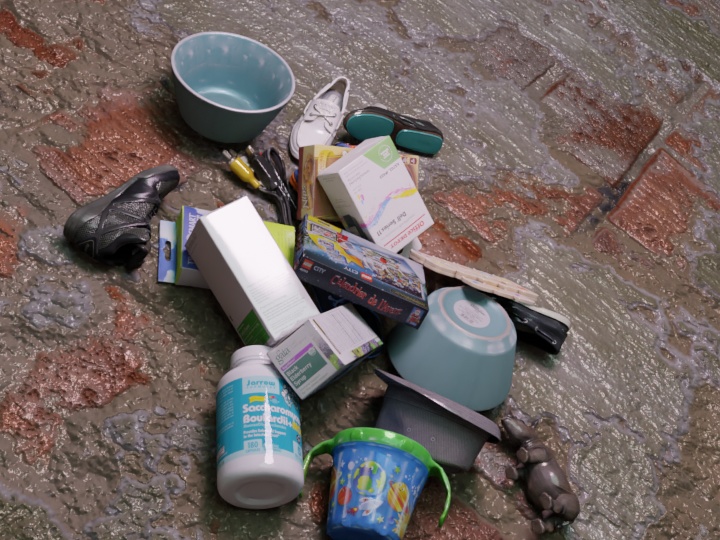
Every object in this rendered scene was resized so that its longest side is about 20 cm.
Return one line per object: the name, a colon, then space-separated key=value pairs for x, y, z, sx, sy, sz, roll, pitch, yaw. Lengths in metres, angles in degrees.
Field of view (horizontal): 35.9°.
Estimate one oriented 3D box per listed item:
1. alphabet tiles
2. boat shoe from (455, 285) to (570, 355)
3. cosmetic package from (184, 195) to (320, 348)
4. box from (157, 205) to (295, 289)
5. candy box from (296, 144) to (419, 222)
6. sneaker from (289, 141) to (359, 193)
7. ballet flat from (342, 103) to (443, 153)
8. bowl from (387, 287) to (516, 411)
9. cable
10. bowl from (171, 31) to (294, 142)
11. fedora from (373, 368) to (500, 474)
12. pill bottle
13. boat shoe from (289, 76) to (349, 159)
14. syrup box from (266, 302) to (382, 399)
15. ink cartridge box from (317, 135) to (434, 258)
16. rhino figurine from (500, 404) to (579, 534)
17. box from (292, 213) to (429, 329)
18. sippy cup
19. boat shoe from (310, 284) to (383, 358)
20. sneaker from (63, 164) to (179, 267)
alphabet tiles: x=0.176 y=0.009 z=1.724 sx=0.200 sy=0.015 sz=0.196 roll=16 pitch=8 yaw=-28
boat shoe: x=0.230 y=0.083 z=1.745 sx=0.199 sy=0.075 sz=0.066 roll=21 pitch=66 yaw=-10
cosmetic package: x=-0.152 y=0.012 z=1.546 sx=0.085 sy=0.108 sz=0.200 roll=-29 pitch=80 yaw=-28
box: x=-0.195 y=-0.026 z=1.648 sx=0.199 sy=0.048 sz=0.122 roll=10 pitch=49 yaw=-19
candy box: x=-0.003 y=-0.132 z=1.768 sx=0.200 sy=0.055 sz=0.116 roll=3 pitch=88 yaw=-34
sneaker: x=-0.020 y=-0.176 z=1.831 sx=0.200 sy=0.079 sz=0.075 roll=-24 pitch=67 yaw=-37
ballet flat: x=0.052 y=-0.250 z=1.943 sx=0.200 sy=0.068 sz=0.069 roll=13 pitch=38 yaw=-29
bowl: x=0.150 y=0.100 z=1.640 sx=0.200 sy=0.105 sz=0.201 roll=16 pitch=36 yaw=-12
cable: x=-0.136 y=-0.123 z=1.775 sx=0.097 sy=0.050 sz=0.200 roll=-22 pitch=76 yaw=-53
bowl: x=-0.214 y=-0.281 z=1.790 sx=0.200 sy=0.105 sz=0.201 roll=13 pitch=43 yaw=-12
fedora: x=0.090 y=0.219 z=1.532 sx=0.200 sy=0.177 sz=0.090 roll=23 pitch=78 yaw=14
pill bottle: x=-0.133 y=0.199 z=1.449 sx=0.110 sy=0.111 sz=0.200 roll=8 pitch=50 yaw=-19
boat shoe: x=-0.066 y=-0.262 z=1.886 sx=0.071 sy=0.069 sz=0.200 roll=25 pitch=47 yaw=-6
syrup box: x=-0.045 y=0.106 z=1.515 sx=0.082 sy=0.079 sz=0.200 roll=51 pitch=15 yaw=5
ink cartridge box: x=0.034 y=-0.092 z=1.717 sx=0.117 sy=0.067 sz=0.200 roll=-39 pitch=110 yaw=-28
rhino figurine: x=0.251 y=0.280 z=1.597 sx=0.087 sy=0.060 sz=0.200 roll=11 pitch=46 yaw=-43
box: x=0.000 y=0.000 z=1.610 sx=0.200 sy=0.038 sz=0.137 roll=24 pitch=26 yaw=-13
sippy cup: x=0.016 y=0.291 z=1.439 sx=0.140 sy=0.177 sz=0.131 roll=44 pitch=47 yaw=-39
boat shoe: x=-0.028 y=0.039 z=1.658 sx=0.084 sy=0.069 sz=0.200 roll=-20 pitch=63 yaw=-36
sneaker: x=-0.319 y=-0.072 z=1.611 sx=0.114 sy=0.076 sz=0.199 roll=43 pitch=51 yaw=9
